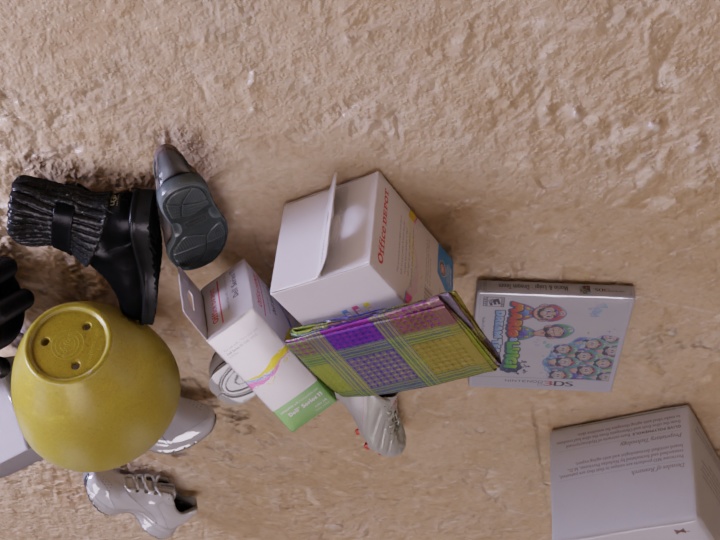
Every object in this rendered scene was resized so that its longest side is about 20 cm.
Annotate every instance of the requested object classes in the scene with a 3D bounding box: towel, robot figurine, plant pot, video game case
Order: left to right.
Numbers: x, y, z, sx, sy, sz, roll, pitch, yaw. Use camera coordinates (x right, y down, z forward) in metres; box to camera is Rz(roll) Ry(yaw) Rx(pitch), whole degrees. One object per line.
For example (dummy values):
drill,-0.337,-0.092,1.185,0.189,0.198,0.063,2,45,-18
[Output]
robot figurine,-0.474,0.050,1.491,0.200,0.151,0.125,-22,150,32
plant pot,-0.319,0.113,1.471,0.199,0.201,0.142,1,151,4
towel,0.038,0.083,1.350,0.199,0.023,0.144,-16,139,25
video game case,0.225,0.082,1.534,0.181,0.024,0.200,2,142,3

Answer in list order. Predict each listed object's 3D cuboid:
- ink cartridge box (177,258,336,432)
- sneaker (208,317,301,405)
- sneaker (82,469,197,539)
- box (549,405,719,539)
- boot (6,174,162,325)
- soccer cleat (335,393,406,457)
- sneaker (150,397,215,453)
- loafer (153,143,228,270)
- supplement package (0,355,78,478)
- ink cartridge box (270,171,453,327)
ink cartridge box,-0.115,0.069,1.414,0.067,0.117,0.200,-35,119,8
sneaker,-0.098,0.081,1.536,0.200,0.081,0.077,-27,115,8
sneaker,-0.324,0.326,1.882,0.087,0.075,0.200,-33,136,23
box,0.376,0.314,1.693,0.199,0.172,0.199,-15,138,23
boot,-0.302,-0.023,1.413,0.157,0.080,0.211,3,137,-2
soccer cleat,0.023,0.177,1.645,0.077,0.069,0.200,-16,134,20
sneaker,-0.290,0.185,1.673,0.199,0.075,0.087,4,137,0
loafer,-0.186,-0.068,1.369,0.072,0.063,0.200,-20,158,-11
supplement package,-0.454,0.192,1.632,0.200,0.122,0.120,-27,169,36
ink cartridge box,0.000,0.000,1.370,0.125,0.129,0.200,-18,136,27
